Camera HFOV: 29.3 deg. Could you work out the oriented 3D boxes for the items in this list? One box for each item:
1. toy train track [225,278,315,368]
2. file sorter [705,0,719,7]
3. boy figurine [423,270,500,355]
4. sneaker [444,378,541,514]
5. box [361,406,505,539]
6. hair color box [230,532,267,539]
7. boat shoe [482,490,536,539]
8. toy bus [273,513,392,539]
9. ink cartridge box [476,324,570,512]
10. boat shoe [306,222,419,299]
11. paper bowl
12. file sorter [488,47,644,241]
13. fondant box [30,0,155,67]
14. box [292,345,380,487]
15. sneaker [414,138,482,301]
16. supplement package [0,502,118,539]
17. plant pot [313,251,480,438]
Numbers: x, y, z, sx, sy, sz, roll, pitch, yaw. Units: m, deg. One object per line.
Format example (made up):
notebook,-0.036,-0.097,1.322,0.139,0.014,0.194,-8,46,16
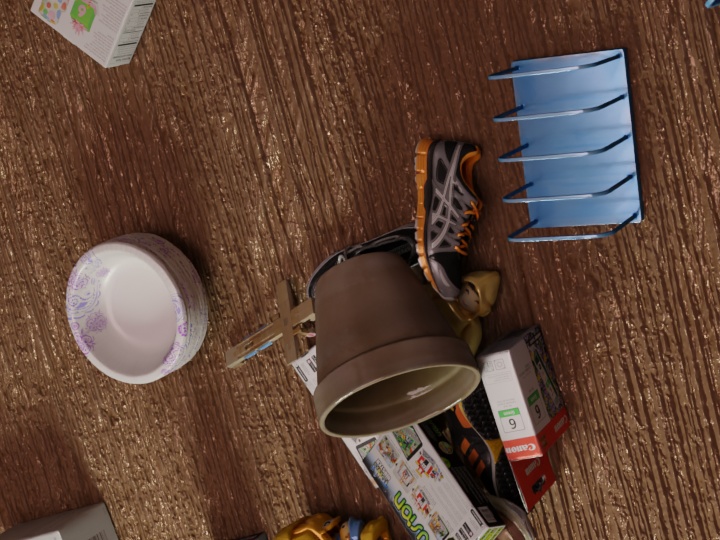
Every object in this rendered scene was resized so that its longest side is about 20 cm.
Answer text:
toy train track,-0.113,0.087,1.854,0.200,0.032,0.116,-32,58,42
file sorter,0.471,-0.255,1.403,0.200,0.123,0.139,48,119,9
boy figurine,0.103,0.071,1.728,0.200,0.064,0.125,-38,76,33
sneaker,0.161,0.221,1.747,0.090,0.070,0.201,7,125,61
box,0.087,0.273,1.705,0.110,0.035,0.200,-56,52,28
hair color box,-0.211,0.437,1.915,0.098,0.200,0.061,-19,95,30
boat shoe,0.132,0.312,1.733,0.199,0.072,0.076,10,138,57
toy bus,0.006,0.396,1.840,0.191,0.136,0.201,-33,85,18
ink cartridge box,0.209,0.178,1.675,0.050,0.109,0.201,-16,96,30
boat shoe,0.001,0.002,1.760,0.198,0.068,0.074,-21,93,31
paper bowl,-0.300,0.047,1.911,0.199,0.104,0.202,8,107,26
file sorter,0.230,-0.139,1.570,0.138,0.123,0.202,-2,103,29
fondant box,-0.341,-0.395,1.838,0.144,0.058,0.201,37,117,14
box,0.008,0.174,1.814,0.110,0.035,0.201,-37,85,30
sneaker,0.110,-0.064,1.662,0.077,0.078,0.202,-5,83,17
supplement package,-0.477,0.445,2.107,0.199,0.117,0.118,-18,95,31
plant pot,0.022,0.081,1.648,0.200,0.199,0.175,-35,61,30
